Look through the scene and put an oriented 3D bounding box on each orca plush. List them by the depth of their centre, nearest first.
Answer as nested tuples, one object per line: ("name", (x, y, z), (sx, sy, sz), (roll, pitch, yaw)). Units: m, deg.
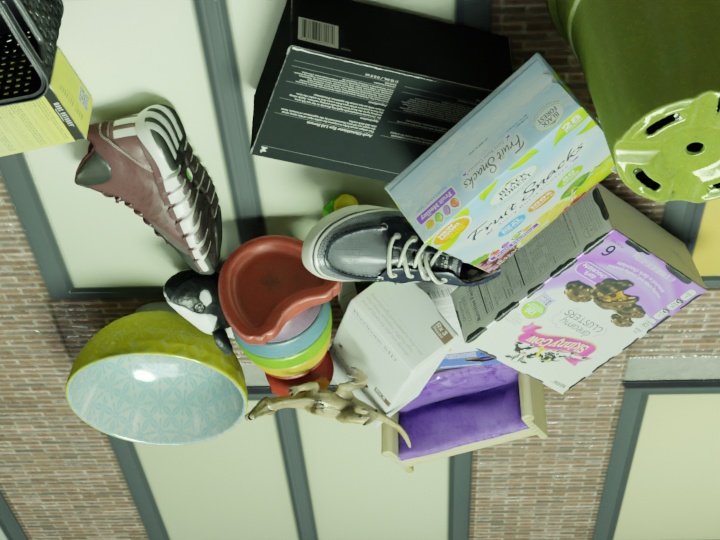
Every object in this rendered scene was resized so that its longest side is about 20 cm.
("orca plush", (-0.130, 0.039, 1.428), (0.071, 0.106, 0.200), (-37, 135, 9))

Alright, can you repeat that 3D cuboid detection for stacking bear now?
("stacking bear", (-0.076, 0.066, 1.390), (0.121, 0.114, 0.201), (-34, 145, -15))

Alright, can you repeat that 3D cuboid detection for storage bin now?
("storage bin", (-0.358, -0.204, 1.085), (0.198, 0.094, 0.136), (-7, 144, 12))

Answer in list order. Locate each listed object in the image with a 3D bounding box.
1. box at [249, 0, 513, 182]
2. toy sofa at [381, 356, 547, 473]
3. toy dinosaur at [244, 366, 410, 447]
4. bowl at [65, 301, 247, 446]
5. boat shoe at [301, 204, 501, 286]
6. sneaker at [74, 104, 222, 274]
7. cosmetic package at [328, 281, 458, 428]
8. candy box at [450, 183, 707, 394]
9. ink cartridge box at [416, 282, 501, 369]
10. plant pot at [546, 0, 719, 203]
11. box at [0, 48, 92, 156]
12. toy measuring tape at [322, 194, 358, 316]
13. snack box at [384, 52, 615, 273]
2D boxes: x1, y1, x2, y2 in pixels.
("box", (0.016, -0.152, 1.162), (0.198, 0.079, 0.142), (11, 140, -14))
("toy sofa", (0.117, 0.168, 1.593), (0.199, 0.083, 0.098), (-18, 141, 24))
("toy dinosaur", (-0.018, 0.140, 1.395), (0.198, 0.059, 0.101), (11, 161, -22))
("bowl", (-0.222, 0.101, 1.486), (0.198, 0.108, 0.201), (0, 145, 0))
("boat shoe", (0.047, -0.019, 1.274), (0.199, 0.092, 0.075), (-10, 112, -35))
("sneaker", (-0.209, -0.075, 1.288), (0.114, 0.076, 0.201), (-3, 134, 15))
("cosmetic package", (0.028, 0.085, 1.420), (0.074, 0.102, 0.200), (-36, 166, -21))
("candy box", (0.221, 0.023, 1.362), (0.167, 0.072, 0.200), (27, 125, -38))
("ink cartridge box", (0.116, 0.037, 1.450), (0.118, 0.042, 0.201), (-8, 140, 14))
("plant pot", (0.252, -0.163, 1.048), (0.198, 0.191, 0.201), (0, 143, 0))
("box", (-0.349, -0.141, 1.208), (0.198, 0.050, 0.075), (-11, 142, 15))
("toy measuring tape", (0.000, 0.000, 1.368), (0.073, 0.074, 0.201), (-3, 139, 5))
("snack box", (0.130, -0.084, 1.148), (0.168, 0.068, 0.200), (-41, 159, 13))
